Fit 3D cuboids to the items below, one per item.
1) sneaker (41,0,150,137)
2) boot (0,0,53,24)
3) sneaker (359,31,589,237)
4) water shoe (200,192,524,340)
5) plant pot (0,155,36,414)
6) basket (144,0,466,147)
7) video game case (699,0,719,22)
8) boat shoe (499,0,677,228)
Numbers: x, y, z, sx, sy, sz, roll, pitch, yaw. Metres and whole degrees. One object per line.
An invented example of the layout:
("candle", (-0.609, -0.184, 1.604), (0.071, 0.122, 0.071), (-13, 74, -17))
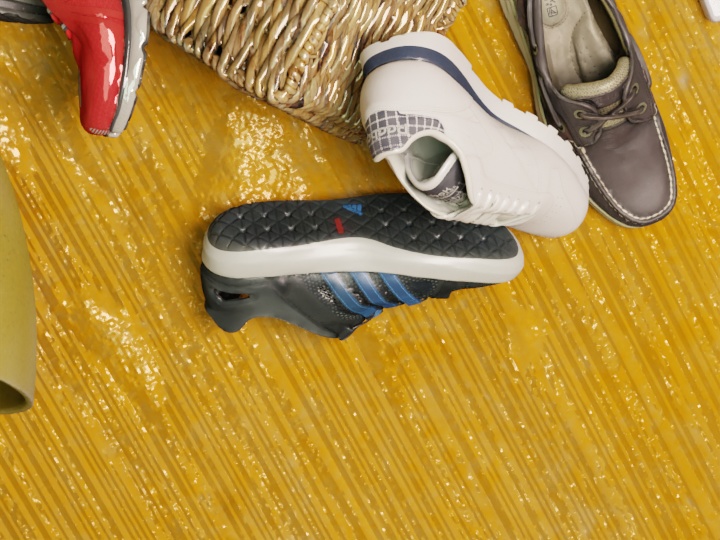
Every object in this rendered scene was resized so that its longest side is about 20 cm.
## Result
("sneaker", (-0.173, -0.174, 1.129), (0.084, 0.077, 0.201), (-8, 90, -21))
("boot", (-0.259, -0.229, 1.148), (0.199, 0.068, 0.131), (19, 89, -11))
("sneaker", (0.066, -0.058, 1.152), (0.076, 0.081, 0.200), (-25, 140, 33))
("water shoe", (0.000, 0.000, 1.212), (0.199, 0.072, 0.079), (2, 127, -6))
("plant pot", (-0.273, -0.011, 1.134), (0.199, 0.200, 0.143), (12, 74, -6))
("basket", (-0.022, -0.196, 1.169), (0.142, 0.149, 0.201), (32, 97, 25))
("video game case", (0.272, -0.276, 1.196), (0.199, 0.023, 0.183), (-24, 101, 1))
("boat shoe", (0.139, -0.113, 1.192), (0.073, 0.065, 0.201), (-29, 101, 0))
